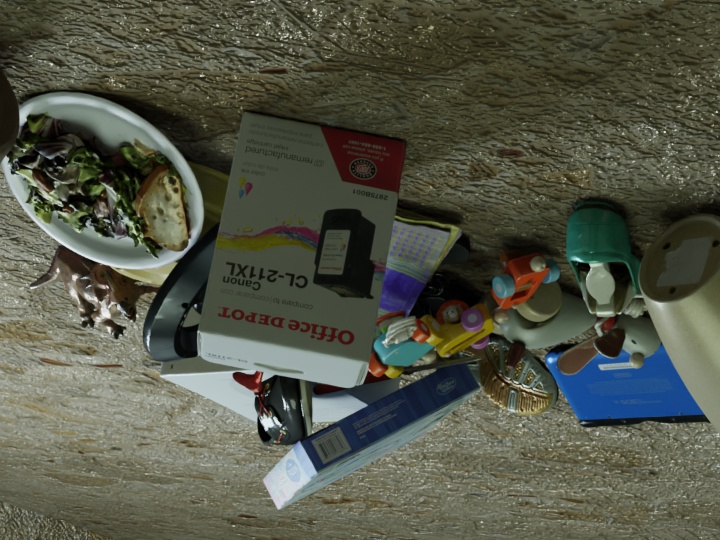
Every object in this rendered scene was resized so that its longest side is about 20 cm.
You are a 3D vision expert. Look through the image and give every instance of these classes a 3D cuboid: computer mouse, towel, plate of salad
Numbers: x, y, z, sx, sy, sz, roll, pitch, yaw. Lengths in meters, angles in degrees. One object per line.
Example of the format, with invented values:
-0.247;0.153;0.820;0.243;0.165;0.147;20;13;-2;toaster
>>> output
0.059;0.045;1.553;0.140;0.046;0.200;0;165;26;computer mouse
0.000;0.000;1.411;0.143;0.023;0.200;15;137;-14;towel
-0.237;-0.071;1.293;0.200;0.048;0.200;12;135;13;plate of salad

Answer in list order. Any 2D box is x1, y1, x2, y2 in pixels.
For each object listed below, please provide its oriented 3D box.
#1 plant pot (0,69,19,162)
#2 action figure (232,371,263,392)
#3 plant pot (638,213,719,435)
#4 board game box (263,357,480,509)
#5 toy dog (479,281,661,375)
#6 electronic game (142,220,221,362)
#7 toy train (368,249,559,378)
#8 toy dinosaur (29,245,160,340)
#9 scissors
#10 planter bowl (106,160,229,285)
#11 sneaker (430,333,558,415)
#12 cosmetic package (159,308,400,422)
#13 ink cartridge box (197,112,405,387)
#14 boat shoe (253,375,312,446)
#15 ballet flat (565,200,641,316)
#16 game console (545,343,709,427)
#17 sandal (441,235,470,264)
-0.378;-0.110;1.188;0.174;0.201;0.200;-28;142;32;plant pot
-0.084;0.026;1.386;0.052;0.065;0.200;34;130;17;action figure
0.342;0.044;1.278;0.187;0.188;0.200;-12;138;47;plant pot
0.008;0.176;1.537;0.200;0.043;0.199;-25;168;-22;board game box
0.219;0.072;1.502;0.199;0.097;0.132;9;161;2;toy dog
-0.131;0.010;1.387;0.042;0.200;0.200;41;169;18;electronic game
0.089;0.034;1.405;0.200;0.056;0.150;-18;154;-26;toy train
-0.295;0.005;1.604;0.200;0.086;0.136;18;156;29;toy dinosaur
0.041;0.103;1.498;0.200;0.014;0.073;-14;177;19;scissors
-0.197;-0.038;1.414;0.200;0.084;0.200;9;161;3;planter bowl
0.167;0.105;1.621;0.087;0.076;0.200;3;-166;-35;sneaker
-0.085;0.092;1.666;0.199;0.123;0.200;-6;154;32;cosmetic package
-0.049;-0.016;1.222;0.145;0.200;0.083;10;161;-3;ink cartridge box
-0.081;0.147;1.530;0.063;0.074;0.201;-1;163;-6;boat shoe
0.225;0.004;1.346;0.067;0.071;0.200;3;160;19;ballet flat
0.350;0.121;1.702;0.200;0.118;0.171;-9;123;42;game console
0.011;-0.012;1.442;0.200;0.045;0.075;1;159;24;sandal
